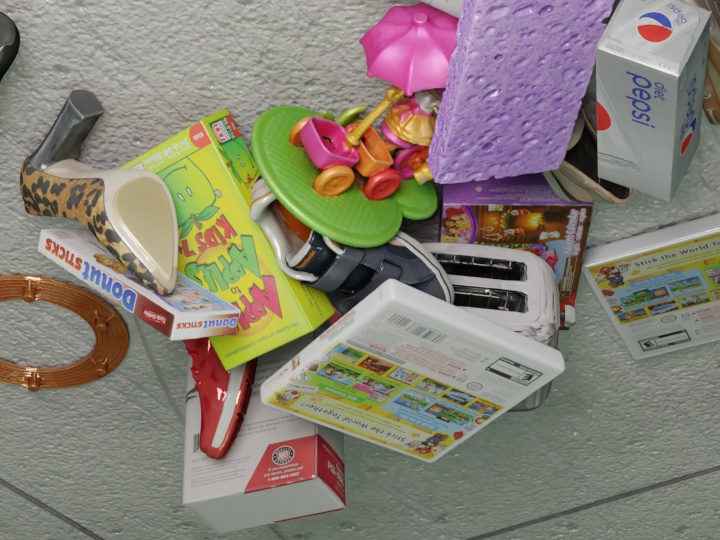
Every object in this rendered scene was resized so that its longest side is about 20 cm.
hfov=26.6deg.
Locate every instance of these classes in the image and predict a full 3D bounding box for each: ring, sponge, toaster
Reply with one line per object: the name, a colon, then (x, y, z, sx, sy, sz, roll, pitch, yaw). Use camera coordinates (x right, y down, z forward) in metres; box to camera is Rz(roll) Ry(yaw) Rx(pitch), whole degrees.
ring: (-0.338, 0.071, 1.570, 0.199, 0.019, 0.201, 0, 144, 0)
sponge: (0.119, -0.149, 1.136, 0.111, 0.030, 0.201, -9, 140, -18)
toaster: (0.094, 0.049, 1.404, 0.198, 0.114, 0.130, 7, 140, -2)

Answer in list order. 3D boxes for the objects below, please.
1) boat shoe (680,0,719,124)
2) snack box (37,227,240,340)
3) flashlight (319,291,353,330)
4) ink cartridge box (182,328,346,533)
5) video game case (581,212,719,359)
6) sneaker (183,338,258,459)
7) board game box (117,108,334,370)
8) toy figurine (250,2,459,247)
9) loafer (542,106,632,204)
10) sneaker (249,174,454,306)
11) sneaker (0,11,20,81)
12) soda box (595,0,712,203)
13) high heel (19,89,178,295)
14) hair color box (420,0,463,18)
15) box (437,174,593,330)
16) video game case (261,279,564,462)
boat shoe: (0.267, -0.174, 1.203, 0.071, 0.076, 0.200, -20, 137, 28)
snack box: (-0.191, 0.008, 1.299, 0.072, 0.199, 0.024, -2, 113, -46)
flashlight: (0.000, 0.000, 1.412, 0.068, 0.068, 0.200, -38, 164, -24)
ink cartridge box: (-0.094, 0.144, 1.519, 0.146, 0.201, 0.083, -13, 145, 18)
video game case: (0.335, 0.012, 1.493, 0.199, 0.023, 0.182, -15, 141, 21)
sneaker: (-0.155, 0.072, 1.452, 0.115, 0.201, 0.078, 12, 169, 1)
board game box: (-0.116, -0.025, 1.321, 0.101, 0.048, 0.201, -25, 95, 29)
toy figurine: (0.040, -0.132, 1.232, 0.199, 0.151, 0.184, 4, 139, -44)
loafer: (0.171, -0.116, 1.270, 0.063, 0.072, 0.200, 19, 166, 38)
sneaker: (-0.013, -0.010, 1.279, 0.200, 0.080, 0.078, 38, 127, -5)
sneaker: (-0.326, -0.147, 1.251, 0.199, 0.070, 0.090, -29, 149, 33)
soda box: (0.224, -0.132, 1.181, 0.068, 0.064, 0.200, 23, 161, 18)
high heel: (-0.224, -0.035, 1.302, 0.071, 0.201, 0.143, -12, 154, -42)
hair color box: (0.085, -0.241, 1.122, 0.199, 0.062, 0.102, 20, 138, -26)
box: (0.140, -0.013, 1.442, 0.136, 0.039, 0.201, 0, 143, 1)
video game case: (0.045, 0.093, 1.325, 0.199, 0.023, 0.182, 23, 133, -33)
